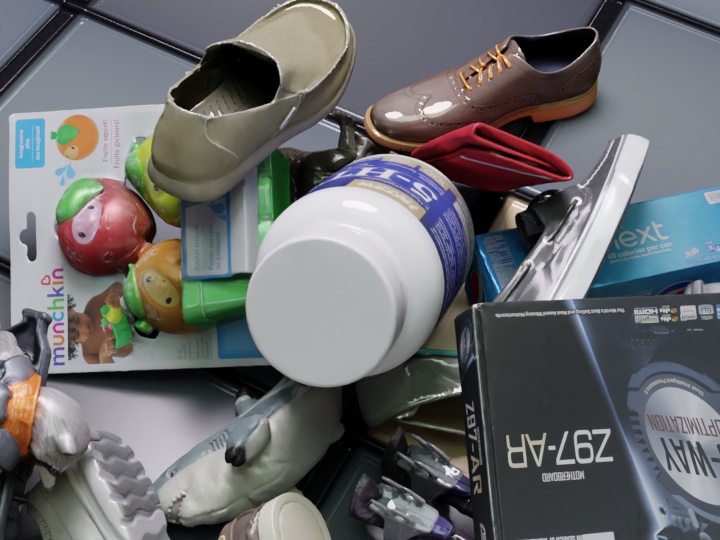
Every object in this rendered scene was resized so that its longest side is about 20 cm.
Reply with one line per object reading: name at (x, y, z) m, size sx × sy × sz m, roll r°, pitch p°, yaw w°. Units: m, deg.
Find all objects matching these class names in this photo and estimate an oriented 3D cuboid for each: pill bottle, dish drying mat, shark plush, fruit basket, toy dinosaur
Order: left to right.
fruit basket at (-0.147, -0.025, 0.949) m, size 0.199 × 0.094 × 0.186 m, roll -1°, pitch 84°, yaw 3°
shark plush at (-0.061, 0.088, 0.922) m, size 0.083 × 0.091 × 0.200 m, roll 3°, pitch 52°, yaw 38°
toy dinosaur at (-0.004, -0.049, 1.027) m, size 0.200 × 0.077 × 0.102 m, roll 33°, pitch 86°, yaw 9°
pill bottle at (0.000, 0.000, 0.881) m, size 0.119 × 0.120 × 0.200 m, roll 16°, pitch 17°, yaw 9°
dish drying mat at (0.087, -0.074, 0.973) m, size 0.077 × 0.200 × 0.018 m, roll 19°, pitch 87°, yaw -8°

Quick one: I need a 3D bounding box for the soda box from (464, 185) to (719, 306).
soda box at (0.179, 0.000, 0.992) m, size 0.199 × 0.068 × 0.064 m, roll -11°, pitch 57°, yaw -10°

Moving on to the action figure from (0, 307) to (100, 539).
action figure at (-0.252, 0.111, 0.821) m, size 0.193 × 0.105 × 0.201 m, roll -3°, pitch 72°, yaw 5°

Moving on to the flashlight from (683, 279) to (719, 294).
flashlight at (0.237, 0.103, 0.925) m, size 0.068 × 0.068 × 0.201 m, roll 31°, pitch 51°, yaw -28°

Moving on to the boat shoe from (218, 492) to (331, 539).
boat shoe at (-0.042, 0.235, 0.815) m, size 0.059 × 0.072 × 0.201 m, roll -26°, pitch 65°, yaw 31°

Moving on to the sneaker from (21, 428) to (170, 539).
sneaker at (-0.144, 0.200, 0.845) m, size 0.082 × 0.075 × 0.200 m, roll -36°, pitch 63°, yaw 17°

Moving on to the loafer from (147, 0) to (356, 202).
loafer at (-0.063, -0.123, 0.904) m, size 0.075 × 0.068 × 0.200 m, roll 27°, pitch 52°, yaw 13°

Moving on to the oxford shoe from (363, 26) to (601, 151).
oxford shoe at (0.096, -0.149, 1.094) m, size 0.199 × 0.073 × 0.071 m, roll -18°, pitch 57°, yaw -15°

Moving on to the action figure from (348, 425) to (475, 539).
action figure at (0.093, 0.174, 0.863) m, size 0.199 × 0.069 × 0.130 m, roll 26°, pitch 52°, yaw 12°

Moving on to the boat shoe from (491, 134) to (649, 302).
boat shoe at (0.131, -0.019, 0.925) m, size 0.066 × 0.070 × 0.200 m, roll 25°, pitch 66°, yaw 11°

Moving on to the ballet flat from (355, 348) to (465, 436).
ballet flat at (0.095, 0.079, 0.944) m, size 0.199 × 0.067 × 0.064 m, roll -3°, pitch 82°, yaw -6°

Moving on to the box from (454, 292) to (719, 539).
box at (0.162, 0.097, 0.834) m, size 0.199 × 0.044 × 0.161 m, roll -1°, pitch 77°, yaw -12°

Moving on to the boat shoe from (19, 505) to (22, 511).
boat shoe at (-0.263, 0.082, 0.916) m, size 0.072 × 0.060 × 0.202 m, roll -10°, pitch 55°, yaw -10°
